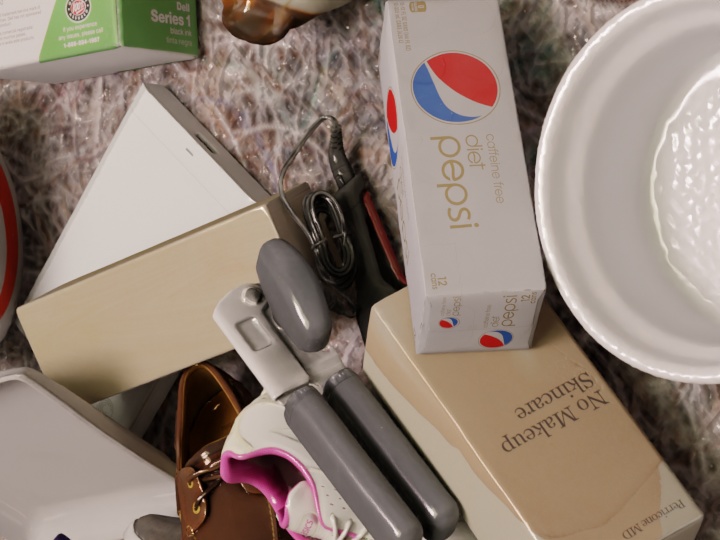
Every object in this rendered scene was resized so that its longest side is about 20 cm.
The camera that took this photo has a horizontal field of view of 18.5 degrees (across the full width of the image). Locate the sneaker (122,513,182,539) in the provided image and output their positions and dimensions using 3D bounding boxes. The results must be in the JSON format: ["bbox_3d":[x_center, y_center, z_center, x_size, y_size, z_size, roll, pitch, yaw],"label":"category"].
[{"bbox_3d":[-0.061,0.175,1.388,0.199,0.077,0.082,14,72,37],"label":"sneaker"}]

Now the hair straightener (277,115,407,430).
[{"bbox_3d":[0.000,0.000,1.318,0.041,0.077,0.202,-29,73,39],"label":"hair straightener"}]

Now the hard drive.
[{"bbox_3d":[-0.146,-0.004,1.469,0.132,0.026,0.201,45,116,29],"label":"hard drive"}]

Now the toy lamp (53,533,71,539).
[{"bbox_3d":[-0.109,0.228,1.374,0.199,0.058,0.059,24,107,4],"label":"toy lamp"}]

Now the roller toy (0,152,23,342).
[{"bbox_3d":[-0.313,-0.019,1.491,0.138,0.200,0.184,-6,108,19],"label":"roller toy"}]

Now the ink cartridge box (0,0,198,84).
[{"bbox_3d":[-0.188,-0.234,1.464,0.145,0.084,0.202,-5,87,38],"label":"ink cartridge box"}]

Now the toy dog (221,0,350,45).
[{"bbox_3d":[-0.045,-0.218,1.292,0.201,0.192,0.141,90,170,-59],"label":"toy dog"}]

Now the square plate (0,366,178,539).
[{"bbox_3d":[-0.214,0.122,1.436,0.199,0.198,0.029,-14,51,38],"label":"square plate"}]

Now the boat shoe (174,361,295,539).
[{"bbox_3d":[-0.082,0.134,1.333,0.071,0.068,0.201,-22,39,5],"label":"boat shoe"}]

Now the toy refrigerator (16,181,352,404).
[{"bbox_3d":[-0.110,0.018,1.387,0.199,0.070,0.076,-22,95,28],"label":"toy refrigerator"}]

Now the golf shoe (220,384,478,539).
[{"bbox_3d":[0.002,0.146,1.286,0.200,0.091,0.076,38,135,13],"label":"golf shoe"}]

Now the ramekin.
[{"bbox_3d":[0.197,-0.044,1.147,0.199,0.097,0.203,-1,89,38],"label":"ramekin"}]

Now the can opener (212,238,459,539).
[{"bbox_3d":[-0.016,0.073,1.252,0.201,0.052,0.067,54,151,23],"label":"can opener"}]

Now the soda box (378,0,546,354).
[{"bbox_3d":[0.054,-0.056,1.228,0.064,0.067,0.202,97,169,-57],"label":"soda box"}]

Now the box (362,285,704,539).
[{"bbox_3d":[0.092,0.094,1.221,0.201,0.094,0.078,53,158,24],"label":"box"}]
